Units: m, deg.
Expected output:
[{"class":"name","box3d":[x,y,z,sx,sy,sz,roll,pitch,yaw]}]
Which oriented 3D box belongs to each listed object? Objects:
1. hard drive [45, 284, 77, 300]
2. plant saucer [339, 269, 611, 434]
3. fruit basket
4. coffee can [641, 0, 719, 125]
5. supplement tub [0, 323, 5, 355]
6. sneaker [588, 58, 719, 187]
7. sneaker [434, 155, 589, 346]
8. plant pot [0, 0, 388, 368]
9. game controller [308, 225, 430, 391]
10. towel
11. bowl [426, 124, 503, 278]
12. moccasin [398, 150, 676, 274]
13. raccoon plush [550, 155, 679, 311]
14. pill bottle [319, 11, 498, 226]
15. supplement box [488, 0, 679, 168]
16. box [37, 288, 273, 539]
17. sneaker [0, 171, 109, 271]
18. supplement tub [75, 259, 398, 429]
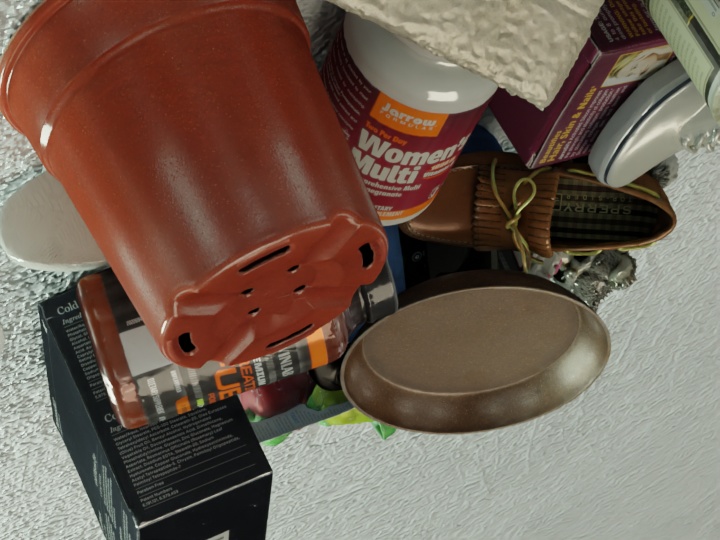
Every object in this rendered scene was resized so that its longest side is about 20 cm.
[{"class":"hard drive","box3d":[-0.130,0.016,1.509,0.199,0.033,0.140,-26,157,-6]},{"class":"plant saucer","box3d":[0.082,0.056,1.459,0.198,0.035,0.201,-4,146,-3]},{"class":"fruit basket","box3d":[-0.037,0.103,1.650,0.199,0.094,0.185,-25,-165,-6]},{"class":"coffee can","box3d":[0.231,-0.209,1.239,0.145,0.201,0.147,-24,157,-11]},{"class":"supplement tub","box3d":[-0.277,-0.026,1.039,0.144,0.201,0.145,-24,157,-11]},{"class":"sneaker","box3d":[0.244,-0.113,1.356,0.200,0.071,0.073,-39,154,18]},{"class":"sneaker","box3d":[0.116,-0.045,1.497,0.074,0.087,0.201,-113,-134,-79]},{"class":"plant pot","box3d":[-0.088,-0.062,1.188,0.199,0.196,0.201,-24,157,-11]},{"class":"game controller","box3d":[0.000,0.000,1.454,0.103,0.042,0.201,-16,130,-8]},{"class":"towel","box3d":[0.062,-0.188,1.162,0.199,0.034,0.133,24,101,-28]},{"class":"bowl","box3d":[0.038,-0.027,1.554,0.200,0.039,0.201,-34,156,-17]},{"class":"moccasin","box3d":[0.124,-0.040,1.414,0.200,0.078,0.074,7,103,-13]},{"class":"raccoon plush","box3d":[0.222,-0.039,1.662,0.199,0.135,0.097,-16,153,-27]},{"class":"pill bottle","box3d":[0.031,-0.126,1.301,0.109,0.110,0.200,-15,154,-28]},{"class":"supplement box","box3d":[0.194,-0.166,1.411,0.199,0.104,0.131,-15,153,-31]},{"class":"box","box3d":[-0.147,0.123,1.435,0.103,0.183,0.200,-21,156,-16]},{"class":"sneaker","box3d":[-0.150,-0.038,1.338,0.199,0.076,0.089,-19,167,-24]},{"class":"supplement tub","box3d":[-0.079,0.025,1.309,0.198,0.108,0.107,-19,156,-6]}]
